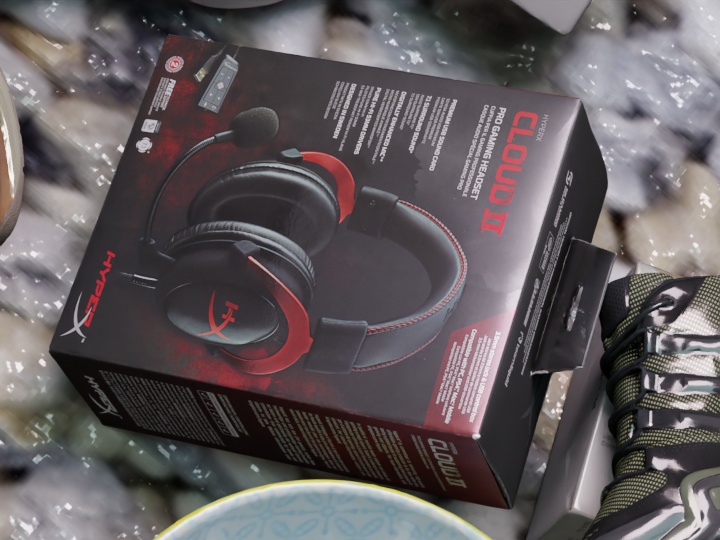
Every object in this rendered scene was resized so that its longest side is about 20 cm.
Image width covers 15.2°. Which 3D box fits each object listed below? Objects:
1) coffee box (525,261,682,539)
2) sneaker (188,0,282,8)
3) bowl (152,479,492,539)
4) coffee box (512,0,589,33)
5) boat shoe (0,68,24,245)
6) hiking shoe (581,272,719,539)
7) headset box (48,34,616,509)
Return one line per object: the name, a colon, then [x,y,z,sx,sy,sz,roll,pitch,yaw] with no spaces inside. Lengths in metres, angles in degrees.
coffee box: [0.182,0.090,1.103,0.199,0.080,0.115,20,68,-4]
sneaker: [-0.089,-0.167,1.137,0.199,0.075,0.100,6,71,-10]
bowl: [-0.019,0.188,1.009,0.199,0.108,0.201,4,69,-11]
coffee box: [0.037,-0.204,1.144,0.200,0.080,0.114,34,33,1]
boat shoe: [-0.201,-0.088,1.075,0.072,0.076,0.200,-4,58,-51]
hiking shoe: [0.120,0.055,1.029,0.101,0.076,0.200,37,60,16]
headset box: [0.000,0.000,1.057,0.199,0.075,0.149,11,67,20]
